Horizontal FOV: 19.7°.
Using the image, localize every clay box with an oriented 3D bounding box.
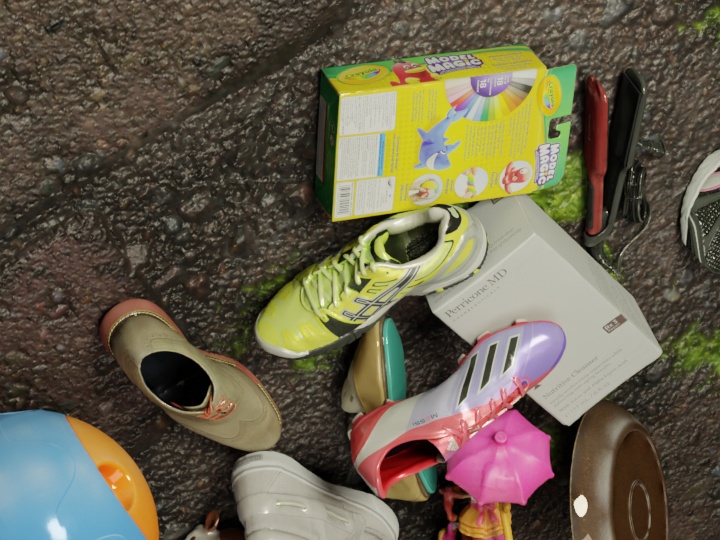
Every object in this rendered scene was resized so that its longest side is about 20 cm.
[{"bbox_3d":[0.066,-0.110,1.613,0.199,0.048,0.115,-9,125,-20],"label":"clay box"}]

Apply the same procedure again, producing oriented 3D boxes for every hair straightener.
[{"bbox_3d":[0.223,-0.079,1.707,0.077,0.041,0.201,-15,127,-14],"label":"hair straightener"}]

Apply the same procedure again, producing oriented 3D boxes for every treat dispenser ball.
[{"bbox_3d":[-0.254,0.207,1.588,0.200,0.201,0.201,-12,126,-16],"label":"treat dispenser ball"}]

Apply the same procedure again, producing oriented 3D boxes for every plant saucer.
[{"bbox_3d":[0.234,0.213,1.822,0.032,0.201,0.200,-5,135,26],"label":"plant saucer"}]

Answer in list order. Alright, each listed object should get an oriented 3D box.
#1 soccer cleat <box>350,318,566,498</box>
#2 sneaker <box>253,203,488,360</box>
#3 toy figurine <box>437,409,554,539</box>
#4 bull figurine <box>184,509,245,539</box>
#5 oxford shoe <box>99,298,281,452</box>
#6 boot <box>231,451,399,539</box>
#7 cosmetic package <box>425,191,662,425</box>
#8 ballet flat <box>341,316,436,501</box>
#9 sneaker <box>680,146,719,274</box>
[{"bbox_3d":[0.083,0.111,1.658,0.200,0.077,0.067,-29,131,6],"label":"soccer cleat"},{"bbox_3d":[0.000,0.000,1.622,0.200,0.076,0.076,-30,152,6],"label":"sneaker"},{"bbox_3d":[0.116,0.205,1.795,0.150,0.200,0.185,-8,105,-15],"label":"toy figurine"},{"bbox_3d":[-0.064,0.275,1.777,0.200,0.122,0.065,22,112,-40],"label":"bull figurine"},{"bbox_3d":[-0.128,0.102,1.652,0.070,0.075,0.200,-47,129,8],"label":"oxford shoe"},{"bbox_3d":[-0.036,0.230,1.750,0.073,0.096,0.200,-29,141,30],"label":"boot"},{"bbox_3d":[0.146,0.028,1.714,0.113,0.081,0.200,-40,130,16],"label":"cosmetic package"},{"bbox_3d":[0.015,0.122,1.741,0.063,0.069,0.200,-5,127,15],"label":"ballet flat"},{"bbox_3d":[0.341,-0.078,1.730,0.080,0.086,0.200,11,117,-28],"label":"sneaker"}]
